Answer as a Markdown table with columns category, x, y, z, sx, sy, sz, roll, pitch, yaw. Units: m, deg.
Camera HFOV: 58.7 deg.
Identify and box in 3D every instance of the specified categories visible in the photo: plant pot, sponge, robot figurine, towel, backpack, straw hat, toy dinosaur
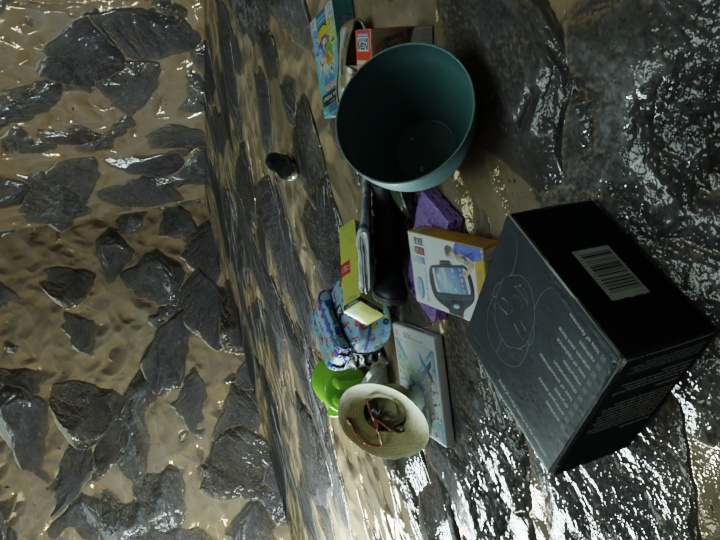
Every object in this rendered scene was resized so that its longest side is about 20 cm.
| category | x | y | z | sx | sy | sz | roll | pitch | yaw |
| --- | --- | --- | --- | --- | --- | --- | --- | --- | --- |
| plant pot | 0.079 | -0.199 | 0.919 | 0.135 | 0.197 | 0.204 | 31 | -141 | -66 |
| sponge | 0.121 | -0.027 | 1.072 | 0.112 | 0.029 | 0.203 | -123 | 29 | -48 |
| robot figurine | -0.055 | 0.279 | 1.581 | 0.199 | 0.113 | 0.180 | -171 | 78 | -69 |
| towel | 0.008 | -0.078 | 1.168 | 0.202 | 0.023 | 0.149 | -88 | -3 | -47 |
| backpack | -0.014 | 0.097 | 1.360 | 0.201 | 0.132 | 0.185 | 117 | 138 | -55 |
| straw hat | 0.053 | 0.268 | 1.250 | 0.085 | 0.197 | 0.204 | -54 | -25 | -50 |
| toy dinosaur | 0.068 | -0.136 | 1.073 | 0.200 | 0.047 | 0.090 | 43 | -144 | -63 |

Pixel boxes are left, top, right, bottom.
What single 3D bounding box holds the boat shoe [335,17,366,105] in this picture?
| category | x | y | z | sx | sy | sz | roll | pitch | yaw |
| --- | --- | --- | --- | --- | --- | --- | --- | --- | --- |
| boat shoe | -0.008 | -0.366 | 1.196 | 0.068 | 0.073 | 0.205 | 178 | 83 | -75 |

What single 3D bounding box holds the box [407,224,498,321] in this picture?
| category | x | y | z | sx | sy | sz | roll | pitch | yaw |
| --- | --- | --- | --- | --- | --- | --- | --- | --- | --- |
| box | 0.136 | 0.003 | 0.969 | 0.199 | 0.041 | 0.122 | 17 | 121 | 55 |

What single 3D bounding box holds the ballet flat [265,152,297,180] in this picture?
| category | x | y | z | sx | sy | sz | roll | pitch | yaw |
| --- | --- | --- | --- | --- | --- | --- | --- | --- | --- |
| ballet flat | -0.223 | -0.307 | 1.881 | 0.200 | 0.056 | 0.068 | 39 | 108 | 55 |

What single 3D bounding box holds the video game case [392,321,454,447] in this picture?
| category | x | y | z | sx | sy | sz | roll | pitch | yaw |
| --- | --- | --- | --- | --- | --- | --- | --- | --- | --- |
| video game case | 0.116 | 0.208 | 1.211 | 0.182 | 0.022 | 0.205 | -170 | 71 | -69 |

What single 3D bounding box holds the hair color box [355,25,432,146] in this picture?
| category | x | y | z | sx | sy | sz | roll | pitch | yaw |
| --- | --- | --- | --- | --- | --- | --- | --- | --- | --- |
| hair color box | 0.055 | -0.276 | 1.011 | 0.064 | 0.109 | 0.205 | -145 | 48 | -61 |

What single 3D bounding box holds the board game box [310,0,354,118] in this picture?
| category | x | y | z | sx | sy | sz | roll | pitch | yaw |
| --- | --- | --- | --- | --- | --- | --- | --- | --- | --- |
| board game box | -0.048 | -0.430 | 1.314 | 0.151 | 0.046 | 0.205 | -175 | 76 | -70 |

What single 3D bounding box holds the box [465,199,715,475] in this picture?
| category | x | y | z | sx | sy | sz | roll | pitch | yaw |
| --- | --- | --- | --- | --- | --- | --- | --- | --- | --- |
| box | 0.226 | 0.069 | 0.689 | 0.199 | 0.121 | 0.202 | 102 | 150 | -44 |

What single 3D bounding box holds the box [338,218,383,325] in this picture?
| category | x | y | z | sx | sy | sz | roll | pitch | yaw |
| --- | --- | --- | --- | --- | --- | --- | --- | --- | --- |
| box | 0.000 | 0.000 | 1.264 | 0.050 | 0.075 | 0.203 | -29 | 49 | 31 |

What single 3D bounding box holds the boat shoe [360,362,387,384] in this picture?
| category | x | y | z | sx | sy | sz | roll | pitch | yaw |
| --- | --- | --- | --- | --- | --- | --- | --- | --- | --- |
| boat shoe | 0.040 | 0.291 | 1.418 | 0.071 | 0.069 | 0.204 | 40 | 139 | 31 |

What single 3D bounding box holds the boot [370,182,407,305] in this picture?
| category | x | y | z | sx | sy | sz | roll | pitch | yaw |
| --- | --- | --- | --- | --- | --- | --- | --- | --- | --- |
| boot | 0.051 | -0.060 | 1.157 | 0.165 | 0.064 | 0.204 | -104 | 14 | -66 |
